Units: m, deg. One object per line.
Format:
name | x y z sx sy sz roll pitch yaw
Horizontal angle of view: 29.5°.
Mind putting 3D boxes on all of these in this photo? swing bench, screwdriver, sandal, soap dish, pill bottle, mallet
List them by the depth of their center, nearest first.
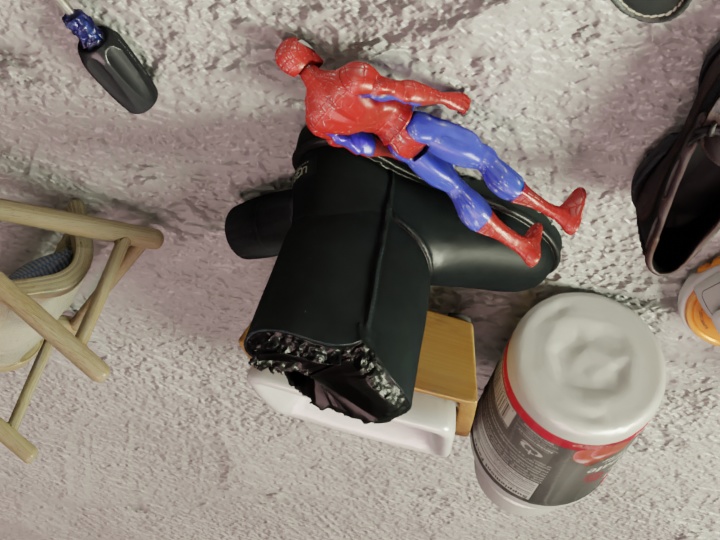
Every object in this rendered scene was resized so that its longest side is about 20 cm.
screwdriver | -0.168 -0.148 0.744 0.028 0.029 0.200 -5 151 24
sandal | 0.272 0.015 0.852 0.079 0.059 0.207 22 148 -18
mallet | 0.000 0.000 0.943 0.200 0.041 0.066 29 149 -35
soap dish | 0.006 0.069 0.954 0.157 0.082 0.200 14 168 6
swing bench | -0.278 0.017 0.974 0.199 0.130 0.199 27 147 -16
pill bottle | 0.142 0.108 1.000 0.110 0.111 0.200 12 150 -2

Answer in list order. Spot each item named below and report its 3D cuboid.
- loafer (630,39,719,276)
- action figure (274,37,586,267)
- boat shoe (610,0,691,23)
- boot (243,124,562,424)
loafer | 0.203 -0.064 0.738 0.072 0.063 0.200 14 150 -6
action figure | 0.036 -0.075 0.789 0.199 0.052 0.065 29 140 -20
boat shoe | 0.117 -0.169 0.591 0.075 0.061 0.200 -2 147 21
boot | 0.030 0.018 0.829 0.200 0.169 0.076 25 147 -24
